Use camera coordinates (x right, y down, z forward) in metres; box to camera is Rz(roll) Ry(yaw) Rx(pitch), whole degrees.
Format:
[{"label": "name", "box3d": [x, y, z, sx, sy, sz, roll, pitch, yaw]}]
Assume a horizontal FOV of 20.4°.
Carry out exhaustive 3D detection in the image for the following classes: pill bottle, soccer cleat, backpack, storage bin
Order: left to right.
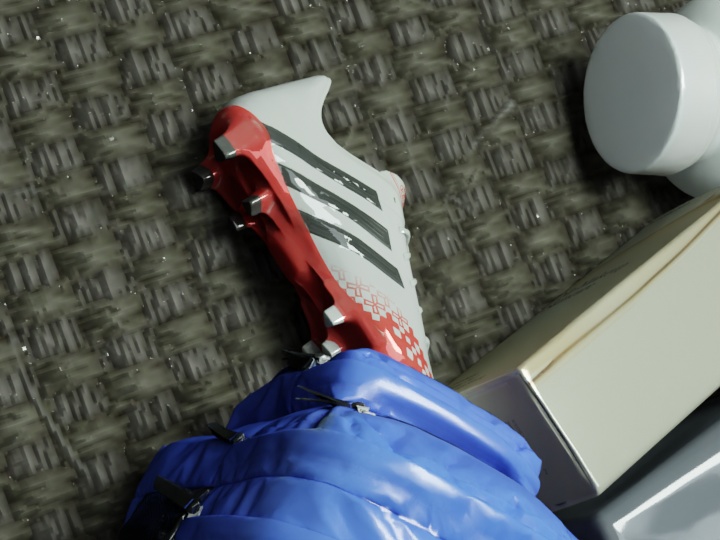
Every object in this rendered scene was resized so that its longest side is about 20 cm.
[{"label": "backpack", "box3d": [-0.006, 0.119, 0.810, 0.161, 0.200, 0.169, 25, 75, -19]}, {"label": "soccer cleat", "box3d": [0.000, 0.000, 0.945, 0.085, 0.069, 0.201, -31, 87, -30]}, {"label": "storage bin", "box3d": [0.186, 0.162, 0.971, 0.134, 0.145, 0.201, -28, 90, -24]}, {"label": "pill bottle", "box3d": [0.222, -0.092, 1.079, 0.198, 0.112, 0.114, -1, 75, -30]}]

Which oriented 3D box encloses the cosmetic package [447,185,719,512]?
[{"label": "cosmetic package", "box3d": [0.132, 0.038, 0.989, 0.200, 0.103, 0.073, -37, 94, -35]}]
